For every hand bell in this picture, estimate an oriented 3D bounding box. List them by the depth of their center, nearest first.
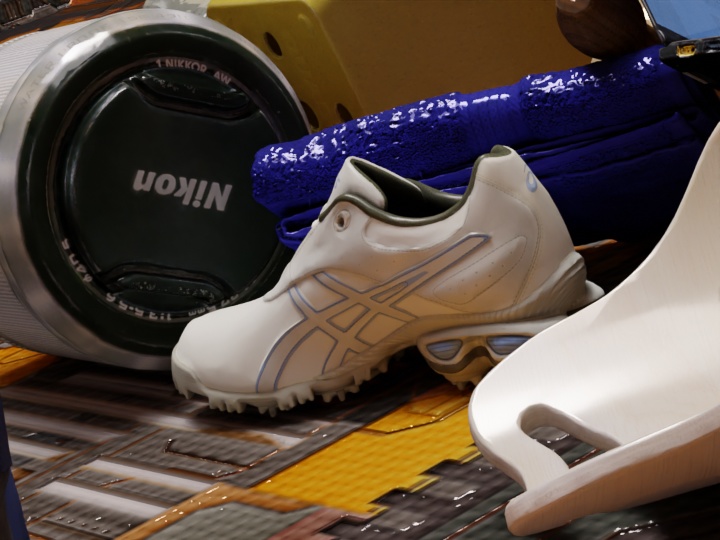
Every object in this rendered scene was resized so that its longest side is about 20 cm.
[{"bbox_3d":[0.119,-0.095,0.942,0.103,0.105,0.200,-12,-9,21],"label":"hand bell"}]

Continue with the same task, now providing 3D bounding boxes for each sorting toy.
[{"bbox_3d":[0.118,0.023,0.668,0.179,0.108,0.200,-24,13,2],"label":"sorting toy"}]

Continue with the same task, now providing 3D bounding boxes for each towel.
[{"bbox_3d":[0.067,-0.032,0.945,0.198,0.050,0.148,-12,-23,20],"label":"towel"}]

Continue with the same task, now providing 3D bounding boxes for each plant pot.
[{"bbox_3d":[0.038,-0.128,1.176,0.176,0.201,0.200,-35,19,-20],"label":"plant pot"}]

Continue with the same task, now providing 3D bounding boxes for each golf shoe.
[{"bbox_3d":[0.000,0.000,0.892,0.199,0.098,0.078,-12,16,30],"label":"golf shoe"}]

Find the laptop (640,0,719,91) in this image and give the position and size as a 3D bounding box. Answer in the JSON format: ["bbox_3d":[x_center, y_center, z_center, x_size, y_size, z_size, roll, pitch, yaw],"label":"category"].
[{"bbox_3d":[0.199,-0.111,0.858,0.199,0.117,0.186,-3,-14,45],"label":"laptop"}]

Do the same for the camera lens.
[{"bbox_3d":[-0.122,-0.037,1.042,0.159,0.161,0.200,-24,12,-25],"label":"camera lens"}]

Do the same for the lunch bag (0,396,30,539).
[{"bbox_3d":[-0.182,0.047,0.716,0.131,0.202,0.136,-14,8,2],"label":"lunch bag"}]

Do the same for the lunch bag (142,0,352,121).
[{"bbox_3d":[-0.015,-0.132,1.364,0.167,0.141,0.200,13,30,34],"label":"lunch bag"}]
